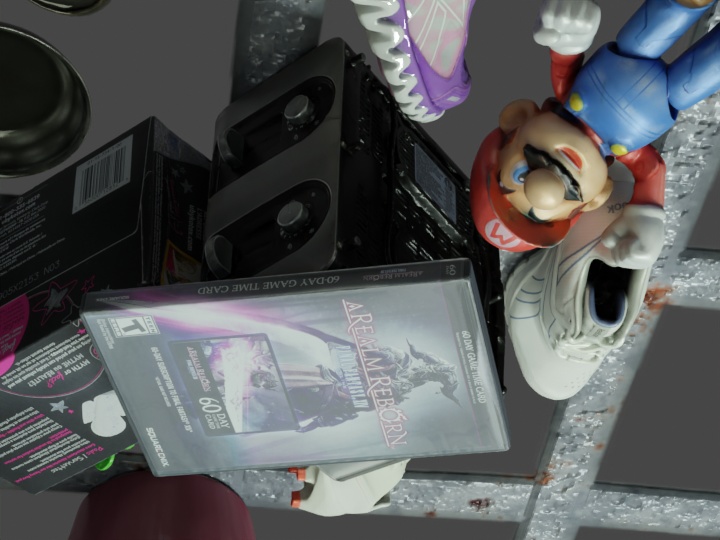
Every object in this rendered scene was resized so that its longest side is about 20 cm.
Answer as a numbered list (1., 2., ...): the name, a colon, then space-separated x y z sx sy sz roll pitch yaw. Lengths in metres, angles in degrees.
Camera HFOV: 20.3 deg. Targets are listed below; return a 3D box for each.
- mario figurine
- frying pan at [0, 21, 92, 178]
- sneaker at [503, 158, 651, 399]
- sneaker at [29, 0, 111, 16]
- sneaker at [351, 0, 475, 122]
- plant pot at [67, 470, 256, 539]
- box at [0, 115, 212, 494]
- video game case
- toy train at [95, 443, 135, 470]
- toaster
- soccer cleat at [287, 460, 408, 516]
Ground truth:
1. mario figurine: 0.134 -0.076 1.092 0.106 0.124 0.200 6 137 -48
2. frying pan: -0.239 -0.112 1.107 0.190 0.031 0.115 24 132 -21
3. sneaker: 0.133 0.018 1.223 0.074 0.087 0.200 2 139 -6
4. sneaker: -0.192 -0.172 0.984 0.075 0.106 0.200 -23 134 22
5. sneaker: 0.037 -0.152 1.028 0.088 0.081 0.200 -22 146 4
6. plant pot: -0.140 0.247 1.399 0.199 0.179 0.200 0 138 0
7. box: -0.158 0.024 1.185 0.200 0.132 0.115 -27 135 27
8. video game case: -0.030 0.054 1.045 0.199 0.019 0.143 -5 138 11
9. toy train: -0.135 0.062 1.285 0.042 0.057 0.200 15 137 -39
10. toaster: 0.000 0.000 1.132 0.118 0.181 0.200 -24 133 26
11. soccer cleat: 0.003 0.101 1.331 0.077 0.069 0.200 2 145 -12
